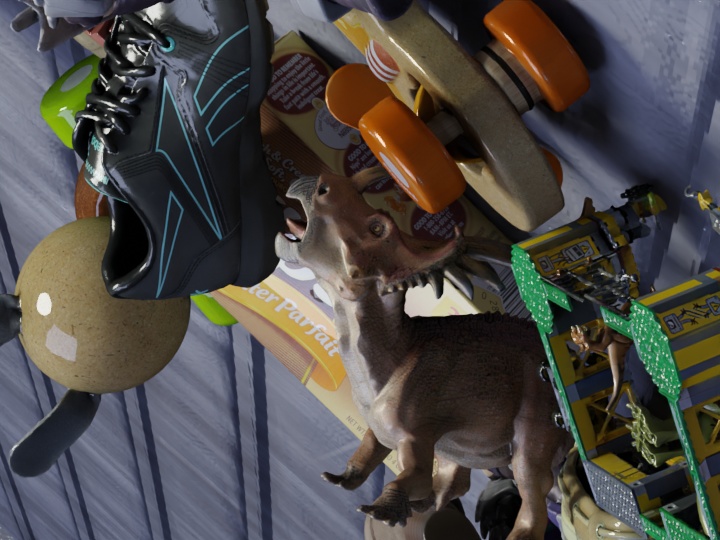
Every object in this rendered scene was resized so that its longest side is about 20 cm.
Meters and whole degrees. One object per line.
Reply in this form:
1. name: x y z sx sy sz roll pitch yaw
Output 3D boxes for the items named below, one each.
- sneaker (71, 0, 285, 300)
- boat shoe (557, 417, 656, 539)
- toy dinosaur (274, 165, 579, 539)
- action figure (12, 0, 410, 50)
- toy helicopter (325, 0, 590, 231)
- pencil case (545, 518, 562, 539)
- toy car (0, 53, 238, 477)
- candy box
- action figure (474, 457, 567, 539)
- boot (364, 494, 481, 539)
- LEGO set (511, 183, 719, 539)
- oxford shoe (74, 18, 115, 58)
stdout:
1. sneaker: -0.081 -0.072 1.121 0.075 0.079 0.200 43 144 54
2. boat shoe: 0.121 0.100 1.153 0.201 0.073 0.063 -64 -27 -70
3. toy dinosaur: 0.049 0.043 1.107 0.200 0.136 0.086 22 -179 -43
4. action figure: -0.052 -0.131 0.966 0.200 0.130 0.069 -2 129 45
5. toy helicopter: 0.015 -0.089 1.054 0.200 0.079 0.132 48 176 28
6. pencil case: 0.144 0.217 1.428 0.200 0.085 0.092 46 144 -2
7. toy car: -0.137 0.010 1.393 0.164 0.200 0.158 52 162 -23
8. candy box: 0.000 0.000 1.218 0.200 0.055 0.115 45 133 2
9. action figure: 0.083 0.099 1.321 0.200 0.069 0.130 36 167 38
10. boot: 0.055 0.201 1.335 0.146 0.070 0.200 121 133 -74
11. LEGO set: 0.149 0.037 0.988 0.200 0.116 0.154 -172 61 -77
12. oxford shoe: -0.142 -0.148 1.257 0.200 0.070 0.075 44 169 4
